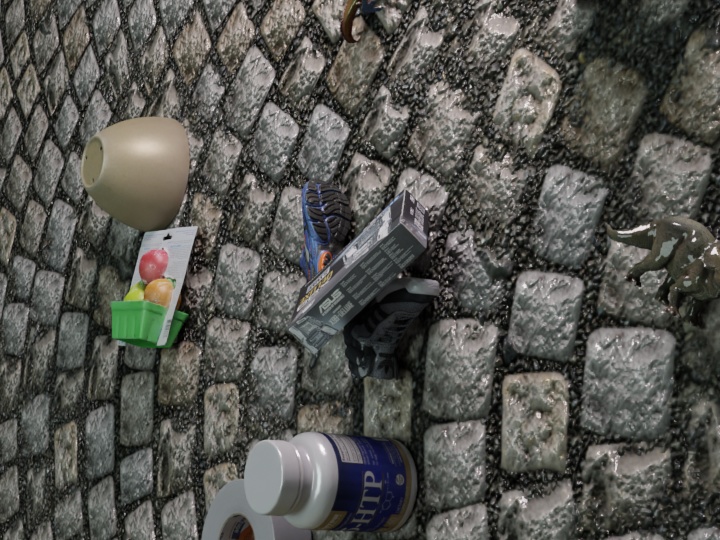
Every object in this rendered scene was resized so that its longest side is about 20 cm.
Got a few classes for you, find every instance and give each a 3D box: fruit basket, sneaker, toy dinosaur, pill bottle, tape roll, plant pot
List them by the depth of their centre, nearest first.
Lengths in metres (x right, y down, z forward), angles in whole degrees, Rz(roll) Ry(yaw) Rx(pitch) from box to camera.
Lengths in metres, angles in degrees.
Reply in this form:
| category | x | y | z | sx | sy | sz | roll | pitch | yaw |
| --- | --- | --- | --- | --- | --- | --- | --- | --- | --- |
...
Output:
| category | x | y | z | sx | sy | sz | roll | pitch | yaw |
| --- | --- | --- | --- | --- | --- | --- | --- | --- | --- |
| toy dinosaur | 0.331 | -0.009 | 1.475 | 0.103 | 0.077 | 0.200 | -58 | 35 | 11 |
| pill bottle | -0.039 | 0.263 | 1.805 | 0.119 | 0.198 | 0.121 | -16 | 69 | 52 |
| sneaker | 0.040 | 0.079 | 1.849 | 0.200 | 0.075 | 0.115 | -26 | 62 | 56 |
| sneaker | -0.057 | -0.034 | 2.010 | 0.078 | 0.075 | 0.202 | -36 | 53 | 49 |
| toy dinosaur | 0.006 | -0.452 | 2.011 | 0.200 | 0.104 | 0.183 | -45 | 27 | 56 |
| tape roll | -0.149 | 0.397 | 2.046 | 0.200 | 0.066 | 0.203 | -18 | 67 | 52 |
| fruit basket | -0.332 | 0.029 | 2.390 | 0.184 | 0.093 | 0.202 | -5 | 63 | 54 |
| plant pot | -0.396 | -0.172 | 2.464 | 0.199 | 0.133 | 0.203 | -16 | 70 | 51 |

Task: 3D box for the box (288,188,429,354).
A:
| category | x | y | z | sx | sy | sz | roll | pitch | yaw |
| --- | --- | --- | --- | --- | --- | --- | --- | --- | --- |
| box | 0.000 | 0.000 | 1.823 | 0.200 | 0.050 | 0.158 | -43 | 10 | 16 |
